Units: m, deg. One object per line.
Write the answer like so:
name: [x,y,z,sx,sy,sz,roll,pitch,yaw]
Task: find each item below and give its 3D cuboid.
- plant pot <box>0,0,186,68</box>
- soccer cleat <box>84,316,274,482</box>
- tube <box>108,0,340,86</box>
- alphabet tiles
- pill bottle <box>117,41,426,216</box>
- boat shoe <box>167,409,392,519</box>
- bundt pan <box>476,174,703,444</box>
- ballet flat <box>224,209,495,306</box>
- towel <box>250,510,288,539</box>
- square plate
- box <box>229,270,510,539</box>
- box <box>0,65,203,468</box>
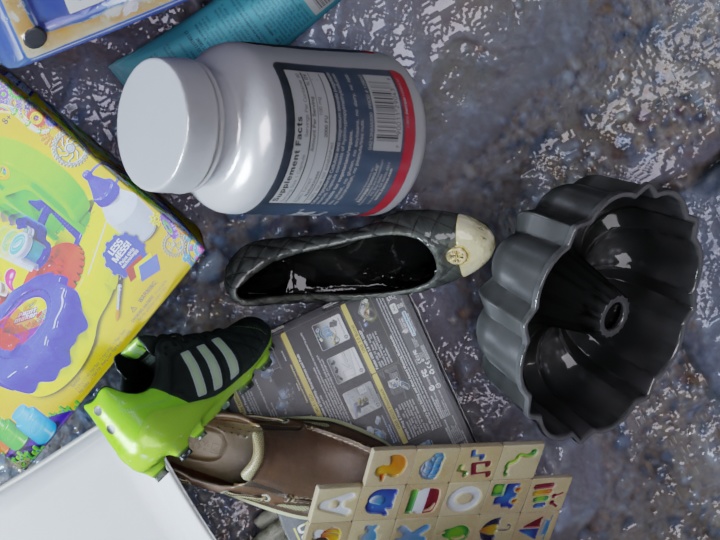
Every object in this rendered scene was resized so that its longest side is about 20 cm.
plant pot: [-0.199,-0.262,1.348,0.198,0.180,0.201,-22,131,-4]
soccer cleat: [-0.120,0.068,1.401,0.081,0.200,0.067,47,121,-3]
tube: [-0.083,-0.178,1.481,0.199,0.050,0.078,-37,97,4]
alphabet tiles: [0.051,0.188,1.462,0.198,0.006,0.167,0,128,-22]
pill bottle: [-0.064,-0.098,1.415,0.199,0.119,0.121,0,100,-38]
boat shoe: [-0.068,0.138,1.450,0.200,0.075,0.075,7,88,5]
bundt pan: [0.161,0.020,1.489,0.201,0.076,0.204,-23,125,-36]
ballet flat: [0.000,0.000,1.461,0.198,0.057,0.067,-9,118,5]
towel: [0.027,0.225,1.566,0.200,0.035,0.193,-39,104,-2]
square plate: [-0.204,0.212,1.441,0.199,0.028,0.199,-30,122,-2]
box: [-0.001,0.124,1.509,0.160,0.049,0.201,-25,86,-3]
box: [-0.247,-0.006,1.439,0.192,0.122,0.200,39,92,-10]
